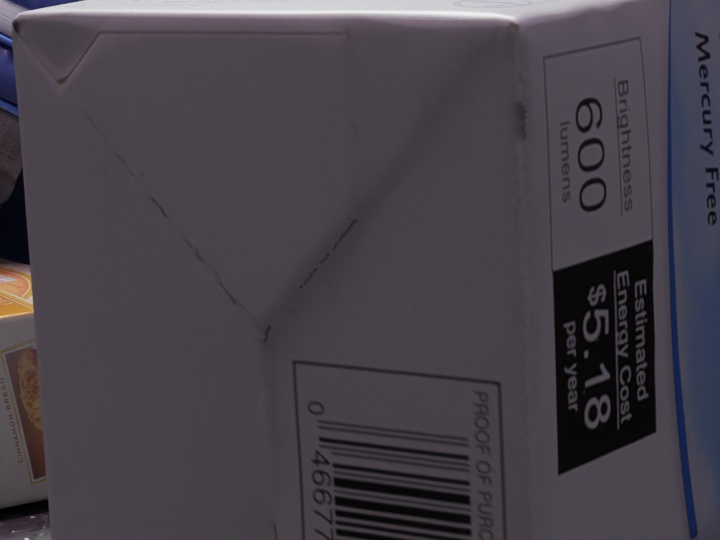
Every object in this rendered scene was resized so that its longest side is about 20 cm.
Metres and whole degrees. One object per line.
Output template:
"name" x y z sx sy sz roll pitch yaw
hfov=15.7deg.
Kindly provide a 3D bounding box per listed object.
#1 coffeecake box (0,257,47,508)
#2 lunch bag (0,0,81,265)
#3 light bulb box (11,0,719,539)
"coffeecake box" -0.201 0.048 0.944 0.200 0.073 0.154 -9 11 -29
"lunch bag" -0.148 -0.067 1.082 0.136 0.132 0.200 29 -28 -8
"light bulb box" 0.038 0.029 0.580 0.125 0.198 0.200 5 14 34
